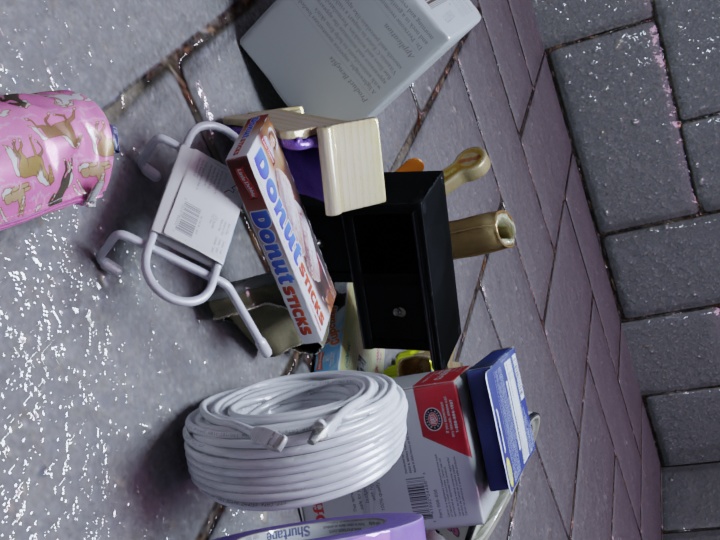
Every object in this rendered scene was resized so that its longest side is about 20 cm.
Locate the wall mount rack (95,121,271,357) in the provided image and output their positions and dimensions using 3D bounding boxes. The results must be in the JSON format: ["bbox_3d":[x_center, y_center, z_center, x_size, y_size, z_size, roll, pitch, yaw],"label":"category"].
[{"bbox_3d":[-0.125,-0.025,0.784,0.172,0.074,0.202,28,47,-20],"label":"wall mount rack"}]

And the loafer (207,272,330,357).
[{"bbox_3d":[-0.082,0.049,0.913,0.199,0.074,0.071,17,63,-61],"label":"loafer"}]

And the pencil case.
[{"bbox_3d":[-0.244,-0.065,0.596,0.200,0.085,0.084,-39,146,-63],"label":"pencil case"}]

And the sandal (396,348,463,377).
[{"bbox_3d":[0.077,0.119,1.074,0.212,0.068,0.079,-88,-171,-85],"label":"sandal"}]

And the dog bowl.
[{"bbox_3d":[0.151,0.256,1.144,0.201,0.073,0.202,-50,155,-34],"label":"dog bowl"}]

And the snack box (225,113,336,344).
[{"bbox_3d":[-0.068,-0.034,0.821,0.072,0.024,0.202,-73,150,-52],"label":"snack box"}]

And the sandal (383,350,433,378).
[{"bbox_3d":[0.067,0.163,1.202,0.199,0.078,0.089,-20,102,-65],"label":"sandal"}]

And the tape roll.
[{"bbox_3d":[-0.038,0.262,0.766,0.199,0.197,0.087,15,65,-64],"label":"tape roll"}]

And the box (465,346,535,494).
[{"bbox_3d":[0.148,0.154,0.958,0.200,0.032,0.124,-6,84,-74],"label":"box"}]

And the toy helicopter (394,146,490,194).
[{"bbox_3d":[0.077,-0.099,1.177,0.079,0.198,0.133,55,3,-38],"label":"toy helicopter"}]

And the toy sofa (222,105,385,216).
[{"bbox_3d":[-0.062,-0.112,0.905,0.096,0.199,0.084,-14,109,-24],"label":"toy sofa"}]

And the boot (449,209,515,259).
[{"bbox_3d":[0.120,-0.034,1.251,0.175,0.197,0.067,-11,89,-66],"label":"boot"}]

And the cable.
[{"bbox_3d":[-0.053,0.139,0.787,0.198,0.198,0.071,-15,99,-47],"label":"cable"}]

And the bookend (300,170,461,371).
[{"bbox_3d":[0.000,0.000,1.013,0.092,0.196,0.202,-52,139,-56],"label":"bookend"}]

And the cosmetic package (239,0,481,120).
[{"bbox_3d":[0.003,-0.276,1.045,0.166,0.199,0.165,50,30,-5],"label":"cosmetic package"}]

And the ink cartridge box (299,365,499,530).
[{"bbox_3d":[0.030,0.193,0.954,0.084,0.197,0.147,-18,96,-69],"label":"ink cartridge box"}]

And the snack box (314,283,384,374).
[{"bbox_3d":[-0.007,0.067,1.120,0.116,0.036,0.203,52,35,-46],"label":"snack box"}]
